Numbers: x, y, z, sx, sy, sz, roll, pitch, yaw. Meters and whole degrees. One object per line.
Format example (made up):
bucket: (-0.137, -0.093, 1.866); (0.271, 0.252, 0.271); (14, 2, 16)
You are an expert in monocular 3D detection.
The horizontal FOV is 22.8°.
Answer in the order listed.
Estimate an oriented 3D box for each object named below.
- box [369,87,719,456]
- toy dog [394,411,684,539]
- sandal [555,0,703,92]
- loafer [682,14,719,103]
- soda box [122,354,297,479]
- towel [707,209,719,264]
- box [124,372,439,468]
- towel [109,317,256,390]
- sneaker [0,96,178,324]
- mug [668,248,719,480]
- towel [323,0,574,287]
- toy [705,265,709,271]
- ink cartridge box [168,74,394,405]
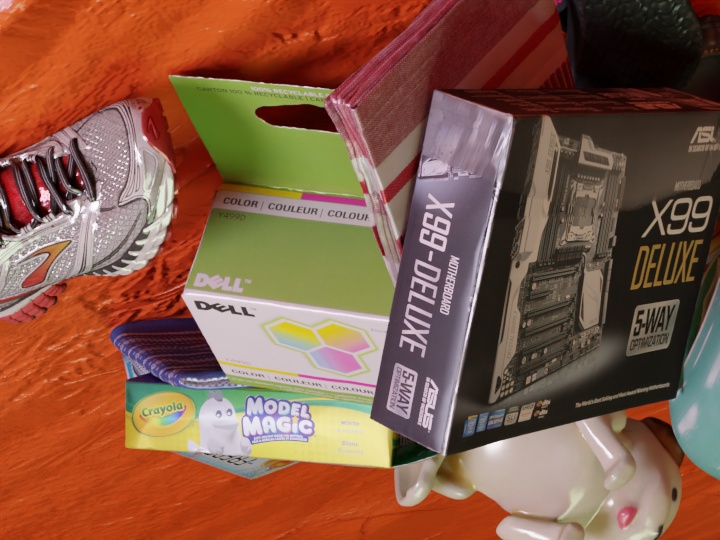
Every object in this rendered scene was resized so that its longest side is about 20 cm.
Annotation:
box: (0.098, -0.006, 0.861); (0.050, 0.158, 0.200); (23, -162, 37)
toy dog: (0.134, 0.136, 1.270); (0.199, 0.140, 0.194); (28, -179, -9)
sandal: (0.126, -0.138, 0.884); (0.075, 0.045, 0.200); (-21, 146, -1)
loafer: (0.180, -0.079, 1.029); (0.072, 0.073, 0.200); (-14, 160, -4)
soda box: (-0.098, 0.101, 1.310); (0.063, 0.069, 0.200); (-20, 160, 13)
towel: (0.134, -0.027, 0.985); (0.199, 0.018, 0.086); (1, 157, -19)
box: (-0.029, 0.084, 1.082); (0.199, 0.049, 0.117); (4, -173, 21)
towel: (-0.069, 0.046, 1.120); (0.144, 0.024, 0.200); (-4, -173, -19)
sneaker: (-0.163, -0.025, 0.897); (0.082, 0.078, 0.200); (6, 151, -45)
mug: (0.232, 0.051, 0.982); (0.114, 0.153, 0.185); (22, 165, 3)
towel: (0.058, -0.047, 0.853); (0.144, 0.023, 0.201); (-46, 137, -27)
toy: (0.196, 0.021, 1.115); (0.199, 0.047, 0.115); (16, 166, -32)
ink cartridge box: (-0.018, -0.009, 0.921); (0.147, 0.076, 0.200); (7, 152, 17)
